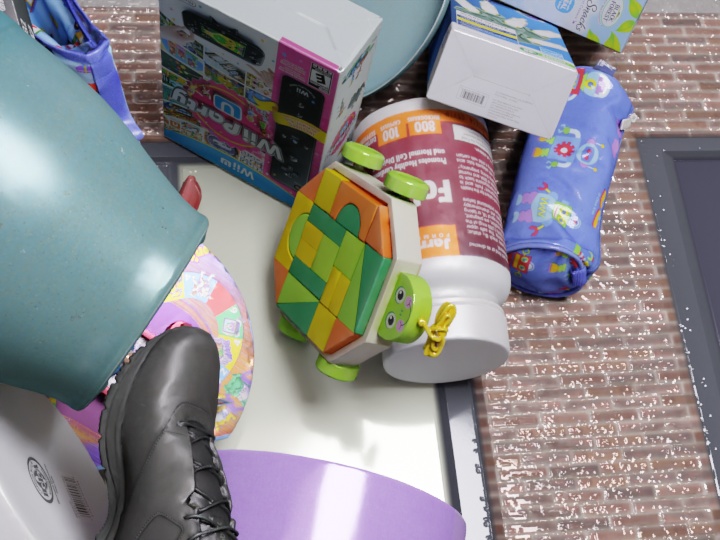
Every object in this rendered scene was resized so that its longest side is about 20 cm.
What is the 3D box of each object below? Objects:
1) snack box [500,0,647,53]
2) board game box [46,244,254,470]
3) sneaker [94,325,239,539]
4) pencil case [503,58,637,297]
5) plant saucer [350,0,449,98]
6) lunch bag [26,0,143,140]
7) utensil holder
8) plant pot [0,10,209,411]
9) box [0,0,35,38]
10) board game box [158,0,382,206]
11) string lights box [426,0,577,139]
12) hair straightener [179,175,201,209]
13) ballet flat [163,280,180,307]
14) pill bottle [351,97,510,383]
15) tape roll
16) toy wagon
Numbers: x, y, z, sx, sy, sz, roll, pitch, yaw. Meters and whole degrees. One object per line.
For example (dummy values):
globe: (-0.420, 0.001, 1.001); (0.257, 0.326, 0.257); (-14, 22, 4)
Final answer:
snack box: (0.164, -0.291, 1.009); (0.199, 0.068, 0.169); (24, 37, 1)
board game box: (-0.164, 0.052, 0.766); (0.199, 0.039, 0.159); (-11, 86, -24)
sneaker: (-0.100, 0.129, 0.615); (0.090, 0.076, 0.201); (-2, 71, 36)
pencil case: (0.174, -0.076, 0.938); (0.086, 0.078, 0.201); (9, 63, 20)
plant saucer: (0.003, -0.233, 0.951); (0.027, 0.200, 0.201); (19, 52, -49)
lunch bag: (-0.237, -0.153, 0.850); (0.094, 0.151, 0.200); (-39, 65, -23)
utensil holder: (-0.266, 0.172, 0.668); (0.200, 0.170, 0.170); (-31, 72, 2)
plant pot: (-0.197, -0.024, 0.634); (0.188, 0.200, 0.200); (35, 63, -11)
box: (-0.286, -0.101, 0.740); (0.160, 0.044, 0.201); (-16, 90, -2)
board game box: (-0.076, -0.145, 0.863); (0.147, 0.200, 0.064); (29, 64, 6)
string lights box: (0.111, -0.178, 0.923); (0.102, 0.059, 0.200); (18, 25, -5)
hair straightener: (-0.188, 0.011, 0.870); (0.077, 0.041, 0.201); (10, 68, 12)
ballet flat: (-0.232, 0.019, 0.810); (0.199, 0.067, 0.067); (-1, 90, 8)
pill bottle: (0.055, -0.022, 0.874); (0.114, 0.114, 0.201); (-1, 65, -9)
tape roll: (-0.035, 0.179, 0.718); (0.199, 0.200, 0.066); (12, 63, -3)
toy wagon: (0.000, 0.000, 0.809); (0.039, 0.156, 0.200); (12, 16, -32)
